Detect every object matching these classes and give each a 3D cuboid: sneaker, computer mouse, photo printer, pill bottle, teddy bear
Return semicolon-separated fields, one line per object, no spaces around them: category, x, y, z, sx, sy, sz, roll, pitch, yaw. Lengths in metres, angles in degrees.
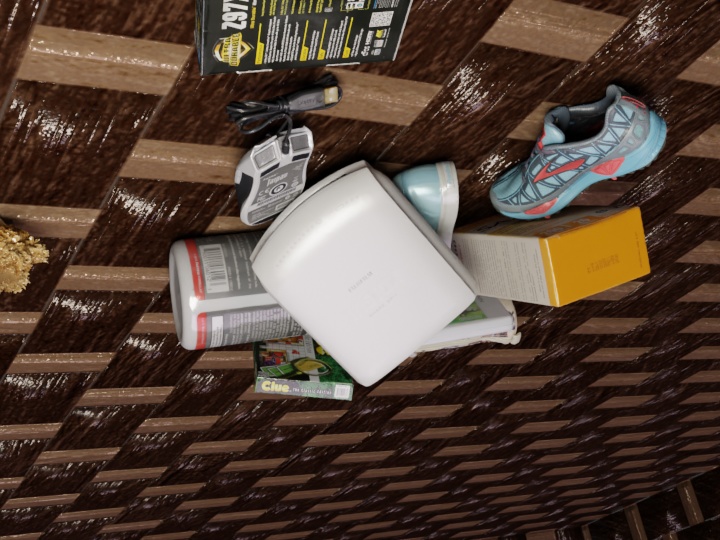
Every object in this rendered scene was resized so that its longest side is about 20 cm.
sneaker;0.203;-0.127;1.093;0.198;0.080;0.095;-29;130;32
computer mouse;-0.082;-0.107;0.982;0.109;0.044;0.201;-26;162;-25
sneaker;0.057;-0.051;1.168;0.080;0.075;0.201;-4;147;-4
photo printer;0.000;0.000;1.077;0.166;0.070;0.200;-38;119;9
pill bottle;-0.101;0.016;1.161;0.196;0.118;0.116;-6;156;-16
teddy bear;-0.384;-0.004;1.046;0.143;0.068;0.200;9;155;-24

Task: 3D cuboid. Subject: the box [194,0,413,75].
box;-0.036;-0.219;0.763;0.157;0.050;0.201;-6;155;-12

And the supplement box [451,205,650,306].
supplement box;0.194;-0.021;1.156;0.124;0.075;0.199;-18;-169;-24

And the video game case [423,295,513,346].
video game case;0.054;0.037;1.255;0.196;0.182;0.022;-9;115;-11

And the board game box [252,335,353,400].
board game box;-0.069;0.083;1.201;0.103;0.201;0.024;8;111;-11

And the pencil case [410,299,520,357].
pencil case;0.115;0.070;1.435;0.197;0.091;0.078;-5;155;-20
